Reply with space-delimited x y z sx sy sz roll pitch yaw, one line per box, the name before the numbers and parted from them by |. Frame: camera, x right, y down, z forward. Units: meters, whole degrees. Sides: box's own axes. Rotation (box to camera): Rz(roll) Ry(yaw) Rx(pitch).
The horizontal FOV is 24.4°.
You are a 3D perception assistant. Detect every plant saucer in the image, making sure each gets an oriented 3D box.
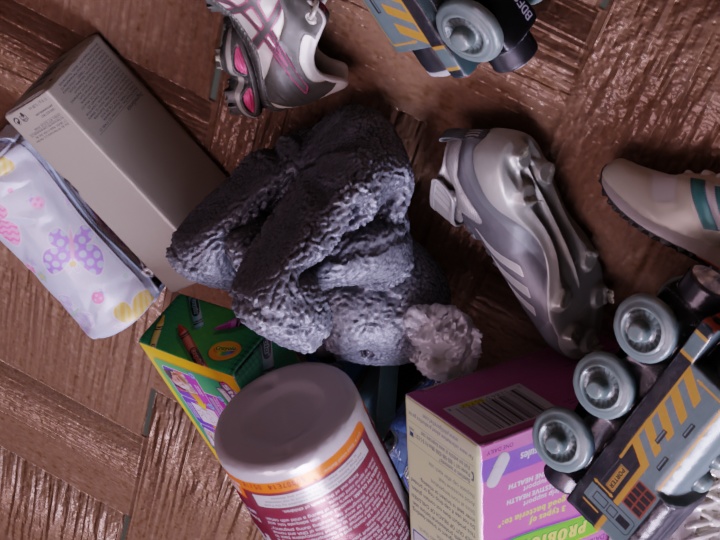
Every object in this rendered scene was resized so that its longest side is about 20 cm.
plant saucer | 0.008 0.123 1.396 0.019 0.070 0.200 8 157 -6

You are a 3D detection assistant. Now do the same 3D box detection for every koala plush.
koala plush | 0.000 0.000 1.237 0.200 0.184 0.177 46 173 -33

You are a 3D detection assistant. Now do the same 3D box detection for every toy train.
toy train | 0.032 -0.205 1.044 0.114 0.085 0.200 -1 134 51
toy train | 0.197 0.092 1.094 0.114 0.085 0.200 45 125 21

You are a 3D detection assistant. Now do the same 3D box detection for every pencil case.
pencil case | -0.257 -0.033 1.429 0.091 0.083 0.200 -18 119 47

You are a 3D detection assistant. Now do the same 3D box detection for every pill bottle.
pill bottle | -0.023 0.177 1.265 0.114 0.114 0.200 2 133 33

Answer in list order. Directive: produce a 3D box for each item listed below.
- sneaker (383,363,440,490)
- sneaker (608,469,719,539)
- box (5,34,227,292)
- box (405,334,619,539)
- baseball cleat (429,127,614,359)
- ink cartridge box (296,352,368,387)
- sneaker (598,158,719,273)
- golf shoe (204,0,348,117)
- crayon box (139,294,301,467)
sneaker | 0.061 0.124 1.402 0.078 0.075 0.200 13 144 0
sneaker | 0.241 0.168 1.161 0.078 0.099 0.200 4 123 -15
box | -0.179 -0.083 1.325 0.068 0.082 0.200 -21 117 45
box | 0.134 0.172 1.245 0.097 0.176 0.200 32 131 52
baseball cleat | 0.114 -0.024 1.213 0.106 0.070 0.200 13 135 44
ink cartridge box | -0.058 0.082 1.428 0.116 0.068 0.200 30 142 4
sneaker | 0.255 -0.040 1.096 0.200 0.070 0.093 35 102 30
golf shoe | -0.067 -0.198 1.148 0.088 0.077 0.200 -5 134 12
crayon box | -0.083 0.117 1.353 0.119 0.058 0.200 15 145 43
